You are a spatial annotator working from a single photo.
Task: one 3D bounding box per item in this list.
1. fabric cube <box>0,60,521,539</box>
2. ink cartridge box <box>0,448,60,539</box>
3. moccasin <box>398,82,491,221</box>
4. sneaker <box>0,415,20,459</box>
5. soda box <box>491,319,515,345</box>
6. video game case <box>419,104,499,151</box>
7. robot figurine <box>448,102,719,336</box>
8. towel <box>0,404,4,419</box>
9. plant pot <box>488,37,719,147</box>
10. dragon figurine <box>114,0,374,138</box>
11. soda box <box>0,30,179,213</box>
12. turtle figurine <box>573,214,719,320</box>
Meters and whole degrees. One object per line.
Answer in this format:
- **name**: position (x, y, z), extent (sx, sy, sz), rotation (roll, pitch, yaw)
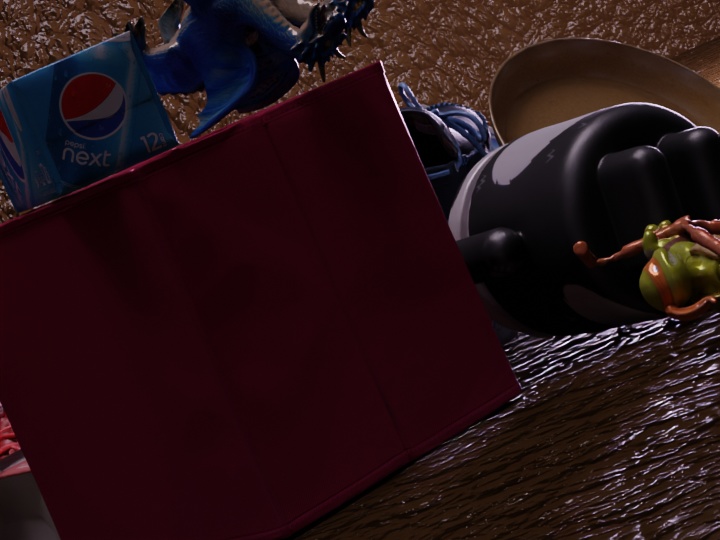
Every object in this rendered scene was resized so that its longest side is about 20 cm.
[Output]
- **fabric cube**: position (-0.071, 0.029, 1.317), extent (0.200, 0.200, 0.196), rotation (-27, 5, -42)
- **ink cartridge box**: position (-0.133, 0.112, 1.488), extent (0.200, 0.068, 0.116), rotation (-29, 7, -36)
- **moccasin**: position (0.039, -0.067, 1.476), extent (0.080, 0.068, 0.200), rotation (12, 27, 13)
- **sneaker**: position (-0.247, 0.120, 1.661), extent (0.078, 0.116, 0.200), rotation (-22, 5, 17)
- **soda box**: position (0.000, 0.000, 1.545), extent (0.200, 0.068, 0.064), rotation (14, 23, 25)
- **video game case**: position (0.042, -0.052, 1.543), extent (0.143, 0.018, 0.200), rotation (21, 31, 29)
- **robot figurine**: position (0.134, -0.029, 1.388), extent (0.200, 0.150, 0.125), rotation (-15, 55, 60)
- **towel**: position (-0.271, 0.141, 1.499), extent (0.145, 0.022, 0.200), rotation (-59, 7, -31)
- **plant pot**: position (0.174, -0.077, 1.565), extent (0.200, 0.200, 0.028), rotation (-28, -29, -42)
- **dragon figurine**: position (-0.074, -0.110, 1.302), extent (0.200, 0.099, 0.059), rotation (-44, -7, 37)
- **soda box**: position (-0.153, -0.075, 1.280), extent (0.068, 0.064, 0.200), rotation (-24, 4, -13)
- **turtle figurine**: position (0.205, -0.009, 1.206), extent (0.161, 0.065, 0.200), rotation (-18, 2, -13)
